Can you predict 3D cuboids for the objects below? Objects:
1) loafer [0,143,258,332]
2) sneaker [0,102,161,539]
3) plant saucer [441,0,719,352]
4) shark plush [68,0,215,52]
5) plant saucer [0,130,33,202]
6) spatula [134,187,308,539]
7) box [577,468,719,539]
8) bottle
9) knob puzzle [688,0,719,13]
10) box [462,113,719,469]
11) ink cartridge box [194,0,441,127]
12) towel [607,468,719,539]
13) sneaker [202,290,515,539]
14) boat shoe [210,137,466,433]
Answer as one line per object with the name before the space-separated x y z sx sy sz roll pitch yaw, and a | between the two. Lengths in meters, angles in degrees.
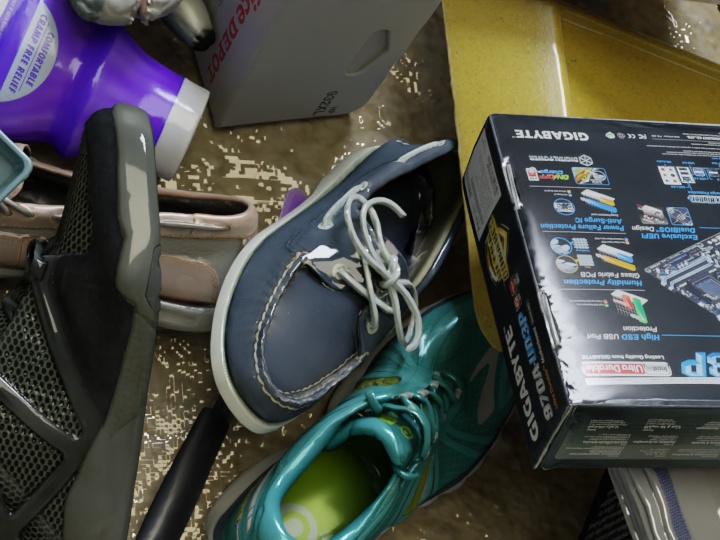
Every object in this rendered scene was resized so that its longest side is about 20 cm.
loafer | -0.142 -0.031 0.747 0.199 0.063 0.072 17 29 -18
sneaker | -0.140 0.026 0.692 0.113 0.076 0.201 9 103 -11
plant saucer | 0.138 -0.046 0.843 0.199 0.048 0.201 13 62 -36
shark plush | -0.128 -0.187 0.792 0.083 0.091 0.201 -13 59 -27
plant saucer | -0.226 0.005 0.691 0.070 0.019 0.200 44 85 2
spatula | -0.055 0.054 0.775 0.057 0.020 0.201 47 60 -35
box | 0.171 0.172 0.765 0.148 0.107 0.201 30 61 -7
bottle | -0.168 -0.103 0.771 0.199 0.065 0.084 25 88 -10
knob puzzle | 0.121 -0.157 0.867 0.218 0.031 0.220 8 21 -3
box | 0.155 0.007 0.720 0.199 0.046 0.160 1 50 -16
ink cartridge box | -0.042 -0.191 0.816 0.083 0.145 0.201 -10 72 -24
towel | 0.201 0.090 0.737 0.199 0.024 0.148 -10 73 -24
sneaker | 0.016 0.078 0.761 0.078 0.080 0.200 46 59 1
boat shoe | 0.000 0.000 0.765 0.075 0.062 0.200 63 36 -16
